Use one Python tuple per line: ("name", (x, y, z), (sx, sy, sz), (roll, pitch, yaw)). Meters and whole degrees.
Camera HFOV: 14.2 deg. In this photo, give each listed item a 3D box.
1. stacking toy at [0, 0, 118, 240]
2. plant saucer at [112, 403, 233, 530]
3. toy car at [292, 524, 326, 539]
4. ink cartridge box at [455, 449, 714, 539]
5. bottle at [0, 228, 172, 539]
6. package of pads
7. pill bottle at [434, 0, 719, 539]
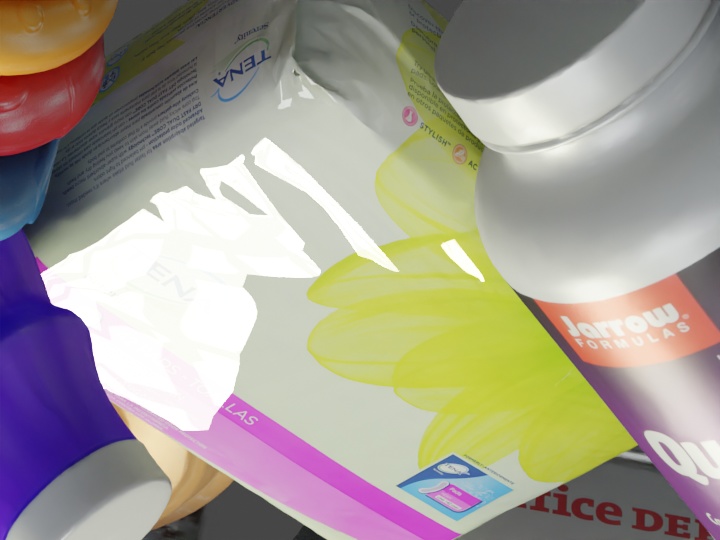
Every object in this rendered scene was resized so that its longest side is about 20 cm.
("stacking toy", (-0.088, -0.116, 0.711), (0.109, 0.116, 0.200), (22, 127, -13))
("plant saucer", (-0.132, 0.040, 0.968), (0.199, 0.032, 0.201), (4, 143, 3))
("toy car", (-0.077, 0.166, 1.034), (0.200, 0.165, 0.158), (-33, 130, 29))
("ink cartridge box", (0.074, 0.165, 0.967), (0.144, 0.201, 0.084), (12, 147, -8))
("bottle", (-0.129, 0.000, 0.790), (0.200, 0.065, 0.084), (47, 144, 19))
("package of pads", (0.000, 0.000, 0.855), (0.154, 0.069, 0.200), (-31, 131, 33))
("pill bottle", (0.106, -0.002, 0.774), (0.112, 0.113, 0.200), (-22, 123, 33))
